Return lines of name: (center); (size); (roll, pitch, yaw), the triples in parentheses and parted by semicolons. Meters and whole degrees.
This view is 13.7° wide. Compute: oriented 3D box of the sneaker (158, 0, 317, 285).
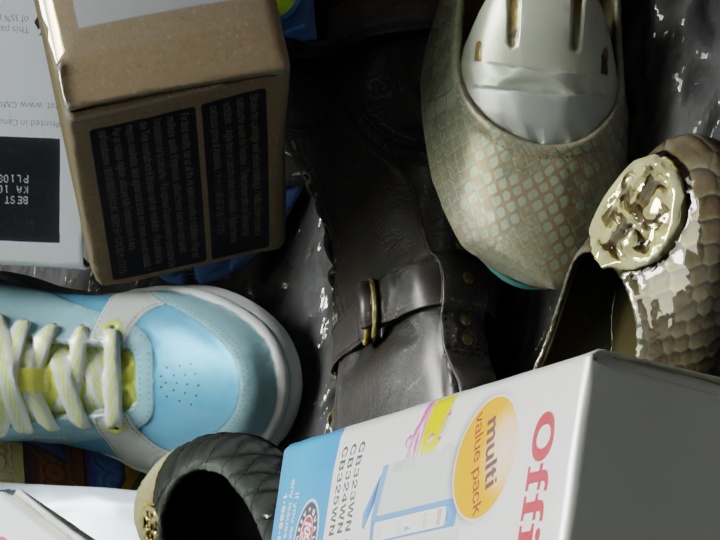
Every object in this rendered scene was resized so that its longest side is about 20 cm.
sneaker: (-0.050, -0.089, 1.233); (0.083, 0.070, 0.201); (110, 167, -76)

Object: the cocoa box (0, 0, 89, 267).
cocoa box: (-0.195, -0.081, 1.206); (0.131, 0.199, 0.134); (-74, -14, -76)

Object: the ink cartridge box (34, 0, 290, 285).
ink cartridge box: (-0.077, -0.117, 0.999); (0.165, 0.075, 0.201); (98, 161, -72)

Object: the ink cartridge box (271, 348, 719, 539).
ink cartridge box: (0.066, 0.102, 0.748); (0.200, 0.125, 0.129); (-25, 54, 63)

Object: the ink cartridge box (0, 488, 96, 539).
ink cartridge box: (-0.117, 0.198, 1.046); (0.144, 0.084, 0.201); (28, 85, 49)

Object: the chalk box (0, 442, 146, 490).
chalk box: (-0.171, 0.091, 1.320); (0.201, 0.123, 0.125); (-98, 31, -45)

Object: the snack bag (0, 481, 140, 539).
snack bag: (-0.130, 0.174, 1.145); (0.199, 0.021, 0.190); (3, 78, 23)

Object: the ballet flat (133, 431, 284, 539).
ballet flat: (-0.041, 0.097, 1.035); (0.200, 0.057, 0.067); (14, 114, 65)

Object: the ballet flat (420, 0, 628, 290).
ballet flat: (0.053, -0.091, 0.959); (0.062, 0.067, 0.201); (95, 176, -60)

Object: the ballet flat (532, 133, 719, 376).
ballet flat: (0.060, 0.050, 0.896); (0.201, 0.046, 0.067); (-68, 24, 19)

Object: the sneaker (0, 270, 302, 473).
sneaker: (-0.130, 0.044, 1.162); (0.199, 0.130, 0.080); (3, 96, 36)

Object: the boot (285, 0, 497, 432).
boot: (0.000, 0.000, 1.050); (0.200, 0.069, 0.175); (146, 126, -68)
